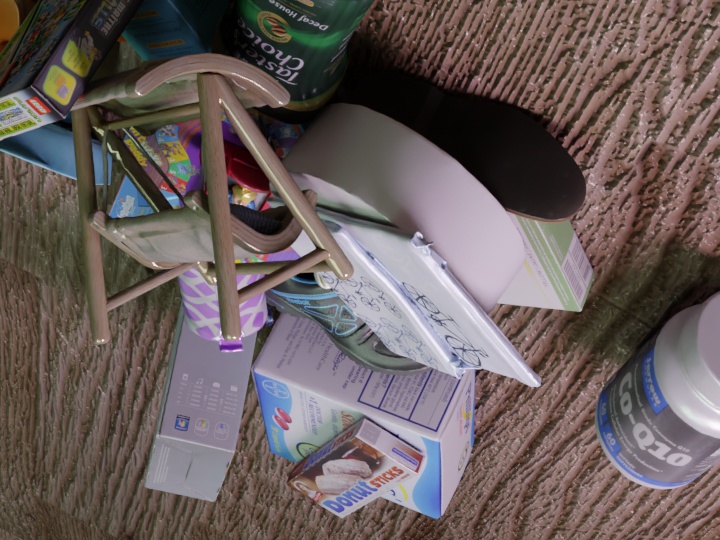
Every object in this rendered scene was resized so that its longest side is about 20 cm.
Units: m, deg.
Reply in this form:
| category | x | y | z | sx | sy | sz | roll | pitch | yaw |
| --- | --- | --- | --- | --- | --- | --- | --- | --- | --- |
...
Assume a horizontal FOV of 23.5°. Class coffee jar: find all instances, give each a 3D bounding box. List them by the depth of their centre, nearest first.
| category | x | y | z | sx | sy | sz | roll | pitch | yaw |
| --- | --- | --- | --- | --- | --- | --- | --- | --- | --- |
| coffee jar | -0.046 | -0.189 | 1.253 | 0.104 | 0.086 | 0.200 | 28 | 152 | -1 |

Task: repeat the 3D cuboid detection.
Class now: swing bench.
| category | x | y | z | sx | sy | sz | roll | pitch | yaw |
| --- | --- | --- | --- | --- | --- | --- | --- | --- | --- |
| swing bench | -0.136 | -0.061 | 1.284 | 0.198 | 0.129 | 0.202 | -3 | 111 | 52 |

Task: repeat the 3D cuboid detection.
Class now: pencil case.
| category | x | y | z | sx | sy | sz | roll | pitch | yaw |
| --- | --- | --- | --- | --- | --- | --- | --- | --- | --- |
| pencil case | -0.127 | -0.023 | 1.546 | 0.083 | 0.086 | 0.201 | -4 | 130 | 0 |

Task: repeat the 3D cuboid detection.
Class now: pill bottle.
| category | x | y | z | sx | sy | sz | roll | pitch | yaw |
| --- | --- | --- | --- | --- | --- | --- | --- | --- | --- |
| pill bottle | 0.275 | 0.096 | 1.409 | 0.113 | 0.114 | 0.200 | 28 | 152 | -1 |

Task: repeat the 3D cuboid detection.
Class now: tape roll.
| category | x | y | z | sx | sy | sz | roll | pitch | yaw |
| --- | --- | --- | --- | --- | --- | --- | --- | --- | --- |
| tape roll | 0.028 | -0.036 | 1.338 | 0.202 | 0.071 | 0.203 | 33 | 163 | 11 |

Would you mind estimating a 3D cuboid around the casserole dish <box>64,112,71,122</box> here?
| category | x | y | z | sx | sy | sz | roll | pitch | yaw |
| --- | --- | --- | --- | --- | --- | --- | --- | --- | --- |
| casserole dish | -0.308 | -0.193 | 1.511 | 0.198 | 0.039 | 0.121 | 19 | 154 | 18 |

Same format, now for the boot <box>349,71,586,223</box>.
| category | x | y | z | sx | sy | sz | roll | pitch | yaw |
| --- | --- | --- | --- | --- | --- | --- | --- | --- | --- |
| boot | 0.086 | -0.086 | 1.333 | 0.199 | 0.074 | 0.076 | 28 | 161 | 21 |

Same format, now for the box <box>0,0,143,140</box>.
| category | x | y | z | sx | sy | sz | roll | pitch | yaw |
| --- | --- | --- | --- | --- | --- | --- | --- | --- | --- |
| box | -0.208 | -0.186 | 1.279 | 0.110 | 0.201 | 0.035 | -11 | 133 | 48 |

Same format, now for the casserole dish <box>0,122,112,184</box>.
| category | x | y | z | sx | sy | sz | roll | pitch | yaw |
| --- | --- | --- | --- | --- | --- | --- | --- | --- | --- |
| casserole dish | -0.282 | -0.115 | 1.558 | 0.120 | 0.039 | 0.200 | 21 | -177 | 0 |

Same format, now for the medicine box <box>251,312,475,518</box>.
| category | x | y | z | sx | sy | sz | roll | pitch | yaw |
| --- | --- | --- | --- | --- | --- | --- | --- | --- | --- |
| medicine box | 0.008 | 0.134 | 1.720 | 0.198 | 0.103 | 0.183 | 20 | 151 | 15 |

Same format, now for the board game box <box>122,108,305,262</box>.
| category | x | y | z | sx | sy | sz | roll | pitch | yaw |
| --- | --- | --- | --- | --- | --- | --- | --- | --- | --- |
| board game box | -0.106 | -0.059 | 1.418 | 0.156 | 0.039 | 0.201 | -10 | 133 | 18 |

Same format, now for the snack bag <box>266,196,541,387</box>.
| category | x | y | z | sx | sy | sz | roll | pitch | yaw |
| --- | --- | --- | --- | --- | --- | --- | --- | --- | --- |
| snack bag | 0.032 | 0.021 | 1.325 | 0.199 | 0.021 | 0.189 | 16 | 153 | 52 |

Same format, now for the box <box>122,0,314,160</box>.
| category | x | y | z | sx | sy | sz | roll | pitch | yaw |
| --- | --- | --- | --- | --- | --- | --- | --- | --- | --- |
| box | -0.118 | -0.165 | 1.395 | 0.082 | 0.049 | 0.200 | -1 | 140 | 42 |

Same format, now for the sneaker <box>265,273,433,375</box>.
| category | x | y | z | sx | sy | sz | roll | pitch | yaw |
| --- | --- | --- | --- | --- | --- | --- | --- | --- | --- |
| sneaker | -0.008 | 0.031 | 1.595 | 0.198 | 0.074 | 0.082 | 25 | 153 | 6 |

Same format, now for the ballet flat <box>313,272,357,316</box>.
| category | x | y | z | sx | sy | sz | roll | pitch | yaw |
| --- | --- | --- | --- | --- | --- | --- | --- | --- | --- |
| ballet flat | 0.000 | 0.000 | 1.525 | 0.200 | 0.072 | 0.072 | 39 | 150 | -15 |

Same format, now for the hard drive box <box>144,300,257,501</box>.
| category | x | y | z | sx | sy | sz | roll | pitch | yaw |
| --- | --- | --- | --- | --- | --- | --- | --- | --- | --- |
| hard drive box | -0.151 | 0.102 | 1.692 | 0.076 | 0.202 | 0.156 | 12 | 154 | -7 |

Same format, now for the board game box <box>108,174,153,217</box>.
| category | x | y | z | sx | sy | sz | roll | pitch | yaw |
| --- | --- | --- | --- | --- | --- | --- | --- | --- | --- |
| board game box | -0.178 | -0.065 | 1.643 | 0.102 | 0.020 | 0.200 | 29 | 152 | -6 |

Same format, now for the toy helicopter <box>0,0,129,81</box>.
| category | x | y | z | sx | sy | sz | roll | pitch | yaw |
| --- | --- | --- | --- | --- | --- | --- | --- | --- | --- |
| toy helicopter | -0.265 | -0.215 | 1.354 | 0.078 | 0.133 | 0.200 | -1 | 140 | 43 |

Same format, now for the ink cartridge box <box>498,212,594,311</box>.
| category | x | y | z | sx | sy | sz | roll | pitch | yaw |
| --- | --- | --- | --- | --- | --- | --- | --- | --- | --- |
| ink cartridge box | 0.081 | -0.034 | 1.440 | 0.198 | 0.048 | 0.146 | 4 | 145 | 33 |

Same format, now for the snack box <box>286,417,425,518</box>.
| category | x | y | z | sx | sy | sz | roll | pitch | yaw |
| --- | --- | --- | --- | --- | --- | --- | --- | --- | --- |
| snack box | -0.007 | 0.196 | 1.699 | 0.072 | 0.024 | 0.200 | 31 | 152 | -9 |
